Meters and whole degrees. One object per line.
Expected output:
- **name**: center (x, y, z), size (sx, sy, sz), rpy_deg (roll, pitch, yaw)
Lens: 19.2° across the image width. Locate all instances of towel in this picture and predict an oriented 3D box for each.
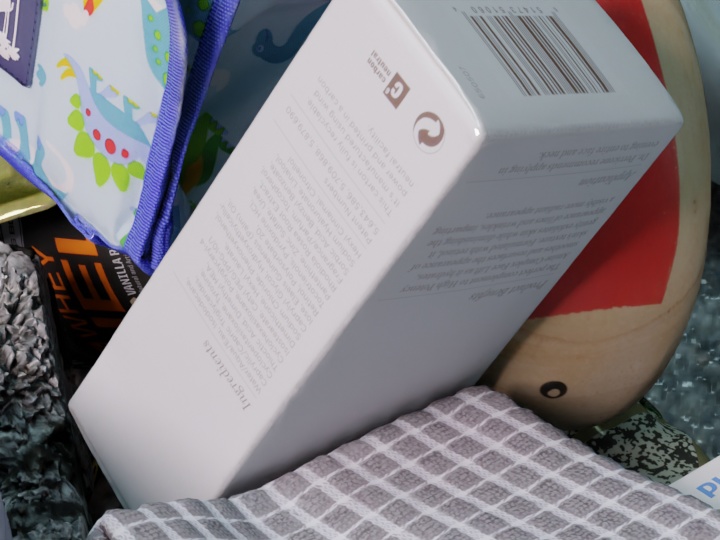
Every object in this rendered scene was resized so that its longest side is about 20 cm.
- **towel**: center (0.030, 0.114, 0.605), size (0.165, 0.086, 0.200), rpy_deg (-24, 38, -32)

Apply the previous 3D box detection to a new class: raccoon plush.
- **raccoon plush**: center (-0.163, 0.060, 0.716), size (0.133, 0.097, 0.200), rpy_deg (-13, 23, -5)

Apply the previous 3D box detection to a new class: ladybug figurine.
- **ladybug figurine**: center (0.051, -0.043, 0.731), size (0.135, 0.201, 0.072), rpy_deg (-8, -1, 45)

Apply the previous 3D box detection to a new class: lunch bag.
- **lunch bag**: center (-0.070, -0.123, 0.697), size (0.170, 0.200, 0.127), rpy_deg (38, 12, 30)

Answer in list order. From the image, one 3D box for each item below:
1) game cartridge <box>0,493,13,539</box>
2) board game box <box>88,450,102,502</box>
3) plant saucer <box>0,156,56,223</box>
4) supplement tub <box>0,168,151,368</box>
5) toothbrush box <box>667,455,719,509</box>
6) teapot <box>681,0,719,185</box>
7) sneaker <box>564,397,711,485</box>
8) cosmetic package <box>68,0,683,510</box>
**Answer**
- **game cartridge**: center (-0.163, 0.083, 0.585), size (0.133, 0.041, 0.200), rpy_deg (-16, 22, -11)
- **board game box**: center (-0.202, 0.081, 0.805), size (0.199, 0.024, 0.105), rpy_deg (4, 35, 10)
- **plant saucer**: center (-0.217, -0.083, 0.805), size (0.199, 0.048, 0.201), rpy_deg (-16, 73, 4)
- **supplement tub**: center (-0.075, -0.025, 0.836), size (0.199, 0.123, 0.123), rpy_deg (-7, 24, 37)
- **toothbrush box**: center (0.210, 0.114, 0.656), size (0.146, 0.086, 0.200), rpy_deg (-26, 39, -31)
- **teapot**: center (0.188, -0.105, 0.963), size (0.200, 0.146, 0.198), rpy_deg (30, 63, 0)
- **sneaker**: center (0.064, 0.028, 0.804), size (0.077, 0.089, 0.200), rpy_deg (-19, 36, -24)
- **cosmetic package**: center (0.000, 0.000, 0.666), size (0.101, 0.200, 0.074), rpy_deg (-6, 54, -47)
